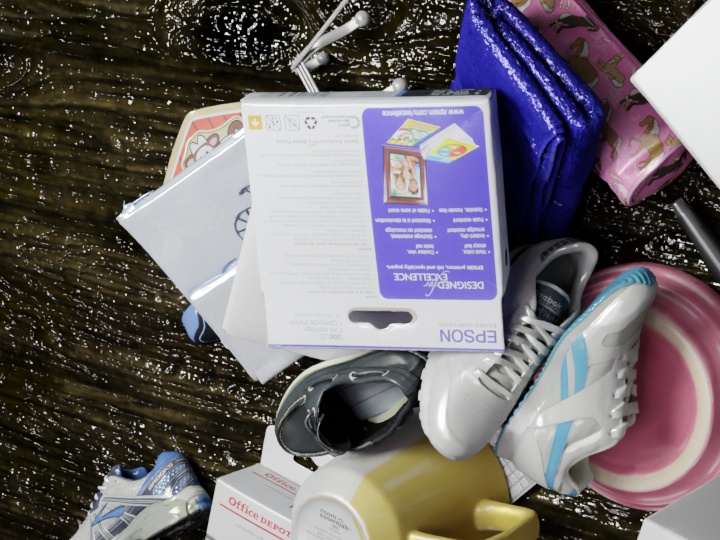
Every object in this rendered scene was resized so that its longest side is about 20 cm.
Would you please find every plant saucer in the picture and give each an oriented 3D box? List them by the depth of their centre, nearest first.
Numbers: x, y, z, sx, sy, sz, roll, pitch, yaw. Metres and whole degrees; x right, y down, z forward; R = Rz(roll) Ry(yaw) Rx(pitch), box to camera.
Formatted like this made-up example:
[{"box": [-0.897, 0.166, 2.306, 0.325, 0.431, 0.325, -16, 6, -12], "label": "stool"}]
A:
[{"box": [0.218, 0.095, 1.434, 0.200, 0.051, 0.201, 7, 102, 35], "label": "plant saucer"}]

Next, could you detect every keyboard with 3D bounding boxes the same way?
[{"box": [0.079, 0.112, 1.562, 0.056, 0.011, 0.200, -44, 72, 33], "label": "keyboard"}]

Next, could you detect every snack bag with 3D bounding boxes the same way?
[{"box": [-0.077, -0.023, 1.536, 0.189, 0.021, 0.200, -33, 106, 19], "label": "snack bag"}]

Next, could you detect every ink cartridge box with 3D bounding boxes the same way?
[{"box": [0.013, -0.038, 1.387, 0.198, 0.043, 0.200, 1, 108, 18], "label": "ink cartridge box"}, {"box": [-0.081, 0.257, 1.671, 0.116, 0.067, 0.200, 24, 112, 31], "label": "ink cartridge box"}]

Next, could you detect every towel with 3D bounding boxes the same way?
[{"box": [0.116, -0.111, 1.402, 0.148, 0.050, 0.200, 50, 162, 18], "label": "towel"}]

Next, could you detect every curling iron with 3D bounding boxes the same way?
[{"box": [0.299, 0.024, 1.373, 0.200, 0.026, 0.050, 57, 162, 18], "label": "curling iron"}]

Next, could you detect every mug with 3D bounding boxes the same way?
[{"box": [0.034, 0.197, 1.517, 0.187, 0.153, 0.150, -32, 80, 39], "label": "mug"}]

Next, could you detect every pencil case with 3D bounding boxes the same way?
[{"box": [0.178, -0.143, 1.400, 0.200, 0.083, 0.087, 52, 163, 17], "label": "pencil case"}]

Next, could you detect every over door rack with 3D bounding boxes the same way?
[{"box": [0.017, -0.153, 1.491, 0.148, 0.067, 0.200, 62, 158, 10], "label": "over door rack"}]

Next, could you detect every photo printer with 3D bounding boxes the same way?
[{"box": [0.000, 0.000, 1.487, 0.200, 0.069, 0.167, 15, 117, -3], "label": "photo printer"}]

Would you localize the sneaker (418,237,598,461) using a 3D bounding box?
[{"box": [0.114, 0.056, 1.404, 0.076, 0.200, 0.080, 37, 158, -20], "label": "sneaker"}]

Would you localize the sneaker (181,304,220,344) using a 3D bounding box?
[{"box": [-0.077, 0.037, 1.624, 0.200, 0.070, 0.078, -29, 74, 35], "label": "sneaker"}]

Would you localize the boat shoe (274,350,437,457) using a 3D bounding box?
[{"box": [-0.011, 0.116, 1.476, 0.199, 0.066, 0.075, -26, 112, 39], "label": "boat shoe"}]

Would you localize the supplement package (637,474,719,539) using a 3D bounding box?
[{"box": [0.282, 0.229, 1.319, 0.121, 0.200, 0.120, 27, 114, 28], "label": "supplement package"}]

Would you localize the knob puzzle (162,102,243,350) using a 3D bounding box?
[{"box": [-0.108, -0.062, 1.596, 0.219, 0.030, 0.220, -3, 84, 31], "label": "knob puzzle"}]

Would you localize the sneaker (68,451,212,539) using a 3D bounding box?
[{"box": [-0.228, 0.236, 1.780, 0.200, 0.077, 0.085, -30, 71, 28], "label": "sneaker"}]

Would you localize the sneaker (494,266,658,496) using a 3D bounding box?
[{"box": [0.181, 0.083, 1.389, 0.081, 0.077, 0.200, 35, 122, 13], "label": "sneaker"}]

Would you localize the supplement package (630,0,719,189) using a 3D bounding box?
[{"box": [0.312, -0.104, 1.286, 0.117, 0.117, 0.200, -46, 72, 34], "label": "supplement package"}]
